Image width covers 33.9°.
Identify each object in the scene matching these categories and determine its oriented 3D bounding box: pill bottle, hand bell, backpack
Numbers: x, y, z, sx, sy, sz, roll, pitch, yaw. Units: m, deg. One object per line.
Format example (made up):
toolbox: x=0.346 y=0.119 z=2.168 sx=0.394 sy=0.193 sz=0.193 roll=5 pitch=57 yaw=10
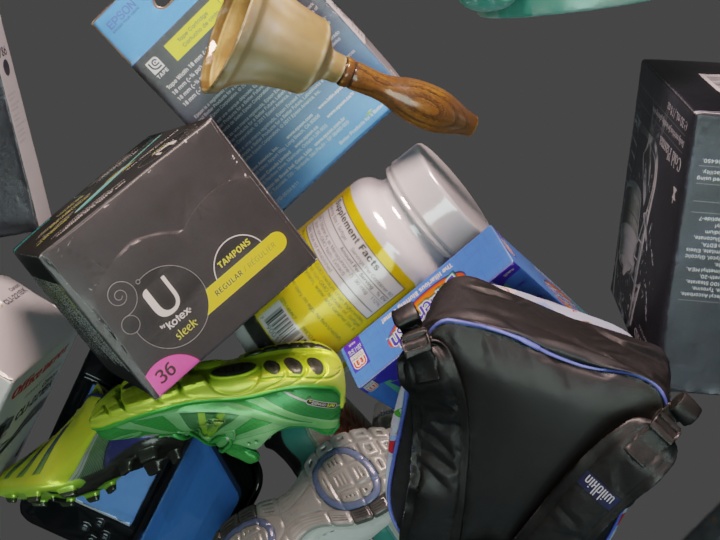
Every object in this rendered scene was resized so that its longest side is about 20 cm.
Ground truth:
pill bottle: x=0.000 y=0.000 z=0.931 sx=0.200 sy=0.114 sz=0.114 roll=-39 pitch=104 yaw=14
hand bell: x=-0.004 y=-0.140 z=0.845 sx=0.198 sy=0.104 sz=0.105 roll=19 pitch=110 yaw=-21
backpack: x=0.103 y=0.113 z=0.804 sx=0.198 sy=0.154 sz=0.192 roll=21 pitch=112 yaw=8

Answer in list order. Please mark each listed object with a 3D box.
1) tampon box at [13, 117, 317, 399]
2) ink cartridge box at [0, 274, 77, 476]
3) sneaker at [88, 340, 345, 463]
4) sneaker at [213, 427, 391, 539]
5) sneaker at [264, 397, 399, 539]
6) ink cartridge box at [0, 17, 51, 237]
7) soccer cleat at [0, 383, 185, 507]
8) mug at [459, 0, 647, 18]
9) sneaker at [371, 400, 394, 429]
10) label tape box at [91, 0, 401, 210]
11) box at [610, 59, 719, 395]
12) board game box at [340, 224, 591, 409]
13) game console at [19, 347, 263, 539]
tampon box: x=-0.151 y=-0.011 z=0.865 sx=0.150 sy=0.200 sz=0.127 roll=-41 pitch=106 yaw=-15
ink cartridge box: x=-0.324 y=0.122 z=0.965 sx=0.083 sy=0.144 sz=0.201 roll=29 pitch=108 yaw=0
sneaker: x=-0.107 y=0.108 z=0.877 sx=0.198 sy=0.074 sz=0.084 roll=-8 pitch=109 yaw=8
sneaker: x=-0.022 y=0.191 z=0.926 sx=0.199 sy=0.075 sz=0.087 roll=-33 pitch=145 yaw=13
sneaker: x=-0.004 y=0.190 z=1.028 sx=0.079 sy=0.072 sz=0.201 roll=-26 pitch=111 yaw=29
ink cartridge box: x=-0.319 y=-0.123 z=0.940 sx=0.098 sy=0.039 sz=0.202 roll=-8 pitch=108 yaw=6
soccer cleat: x=-0.224 y=0.142 z=0.978 sx=0.199 sy=0.064 sz=0.085 roll=-24 pitch=67 yaw=28
mug: x=0.144 y=-0.240 z=0.804 sx=0.150 sy=0.185 sz=0.116 roll=-4 pitch=107 yaw=15
sneaker: x=0.080 y=0.175 z=1.011 sx=0.074 sy=0.088 sz=0.200 roll=-31 pitch=124 yaw=20
label tape box: x=-0.080 y=-0.165 z=0.902 sx=0.144 sy=0.063 sz=0.200 roll=-40 pitch=104 yaw=13
box: x=0.267 y=-0.038 z=0.863 sx=0.123 sy=0.200 sz=0.199 roll=3 pitch=109 yaw=2
board game box: x=0.102 y=0.067 z=0.935 sx=0.152 sy=0.045 sz=0.200 roll=-41 pitch=138 yaw=14
game console: x=-0.192 y=0.189 z=1.003 sx=0.175 sy=0.117 sz=0.201 roll=26 pitch=108 yaw=-7
